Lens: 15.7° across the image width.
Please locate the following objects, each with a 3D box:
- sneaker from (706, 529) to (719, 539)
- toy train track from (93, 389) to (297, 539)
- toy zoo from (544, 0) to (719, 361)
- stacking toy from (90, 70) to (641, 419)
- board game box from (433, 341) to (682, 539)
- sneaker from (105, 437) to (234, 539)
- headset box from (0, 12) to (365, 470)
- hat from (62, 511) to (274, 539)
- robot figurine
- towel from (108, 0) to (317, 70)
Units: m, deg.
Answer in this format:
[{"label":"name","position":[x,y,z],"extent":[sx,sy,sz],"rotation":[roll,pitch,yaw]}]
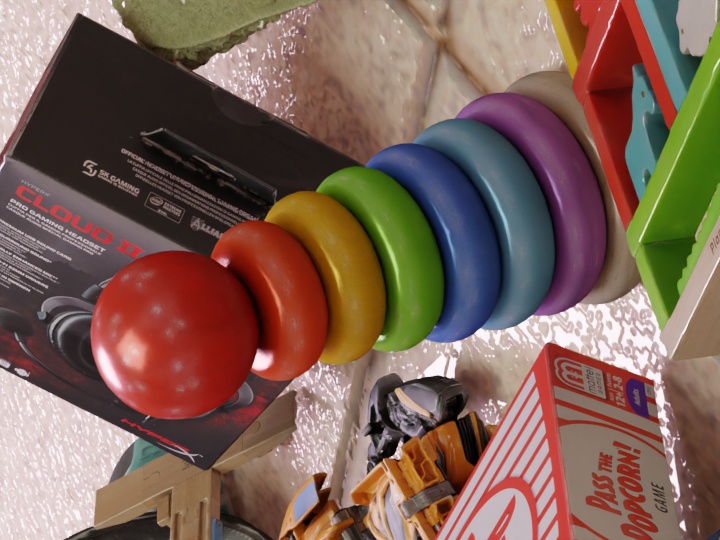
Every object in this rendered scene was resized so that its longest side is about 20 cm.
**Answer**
[{"label":"sneaker","position":[0.152,0.094,0.828],"extent":[0.200,0.076,0.077],"rotation":[163,111,-63]},{"label":"toy train track","position":[-0.067,0.124,1.163],"extent":[0.033,0.115,0.200],"rotation":[45,-152,-35]},{"label":"toy zoo","position":[0.090,-0.091,0.795],"extent":[0.131,0.020,0.200],"rotation":[106,153,-55]},{"label":"stacking toy","position":[0.000,0.000,0.874],"extent":[0.085,0.200,0.086],"rotation":[40,141,43]},{"label":"board game box","position":[0.047,0.149,0.910],"extent":[0.152,0.046,0.200],"rotation":[-92,26,-58]},{"label":"sneaker","position":[-0.112,0.154,1.314],"extent":[0.091,0.077,0.200],"rotation":[47,143,44]},{"label":"headset box","position":[-0.085,-0.010,1.073],"extent":[0.149,0.077,0.200],"rotation":[28,152,-10]},{"label":"hat","position":[-0.096,0.209,1.214],"extent":[0.200,0.081,0.201],"rotation":[8,112,20]},{"label":"robot figurine","position":[0.021,0.129,1.072],"extent":[0.145,0.058,0.200],"rotation":[60,151,15]},{"label":"towel","position":[-0.053,-0.160,0.967],"extent":[0.200,0.036,0.149],"rotation":[-21,105,49]}]
